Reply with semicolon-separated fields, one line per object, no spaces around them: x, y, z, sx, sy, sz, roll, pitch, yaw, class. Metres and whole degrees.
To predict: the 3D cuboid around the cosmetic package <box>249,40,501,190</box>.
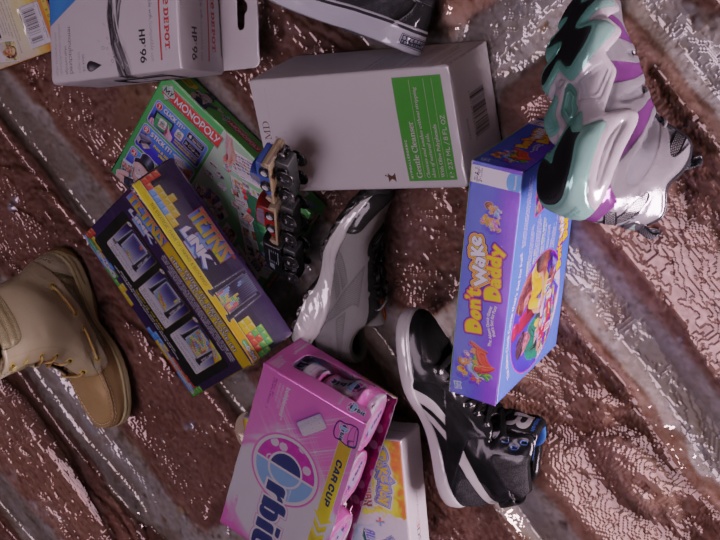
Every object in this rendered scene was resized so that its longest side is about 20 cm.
0.014;-0.131;1.226;0.198;0.085;0.109;-1;111;31;cosmetic package

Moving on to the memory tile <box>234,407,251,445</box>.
-0.038;0.221;1.435;0.198;0.017;0.155;9;113;29;memory tile

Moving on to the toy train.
-0.070;-0.052;1.253;0.045;0.034;0.201;24;152;13;toy train

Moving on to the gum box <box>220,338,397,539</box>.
-0.048;0.172;1.317;0.113;0.066;0.202;28;121;19;gum box

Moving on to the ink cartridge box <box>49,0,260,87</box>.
-0.191;-0.235;1.303;0.198;0.068;0.118;-2;92;31;ink cartridge box

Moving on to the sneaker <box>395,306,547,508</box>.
0.109;0.119;1.280;0.111;0.073;0.202;-7;113;29;sneaker

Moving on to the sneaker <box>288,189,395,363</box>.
0.000;0.000;1.300;0.079;0.074;0.202;27;127;9;sneaker

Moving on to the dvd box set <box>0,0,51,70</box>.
-0.383;-0.275;1.441;0.198;0.029;0.148;-12;102;35;dvd box set

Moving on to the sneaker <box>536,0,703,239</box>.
0.213;-0.119;1.112;0.078;0.138;0.203;-26;50;62;sneaker

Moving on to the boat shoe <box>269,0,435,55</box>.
-0.018;-0.242;1.205;0.198;0.073;0.069;28;102;41;boat shoe

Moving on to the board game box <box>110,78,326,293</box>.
-0.140;-0.079;1.372;0.200;0.029;0.135;44;124;9;board game box

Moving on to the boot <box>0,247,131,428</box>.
-0.326;0.093;1.473;0.072;0.155;0.202;-11;103;33;boot

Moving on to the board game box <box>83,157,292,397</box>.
-0.170;0.011;1.370;0.201;0.057;0.165;56;148;-3;board game box

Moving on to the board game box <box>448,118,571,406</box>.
0.129;-0.009;1.173;0.044;0.134;0.203;15;115;25;board game box

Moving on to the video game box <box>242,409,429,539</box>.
-0.021;0.238;1.395;0.180;0.047;0.203;3;110;27;video game box
